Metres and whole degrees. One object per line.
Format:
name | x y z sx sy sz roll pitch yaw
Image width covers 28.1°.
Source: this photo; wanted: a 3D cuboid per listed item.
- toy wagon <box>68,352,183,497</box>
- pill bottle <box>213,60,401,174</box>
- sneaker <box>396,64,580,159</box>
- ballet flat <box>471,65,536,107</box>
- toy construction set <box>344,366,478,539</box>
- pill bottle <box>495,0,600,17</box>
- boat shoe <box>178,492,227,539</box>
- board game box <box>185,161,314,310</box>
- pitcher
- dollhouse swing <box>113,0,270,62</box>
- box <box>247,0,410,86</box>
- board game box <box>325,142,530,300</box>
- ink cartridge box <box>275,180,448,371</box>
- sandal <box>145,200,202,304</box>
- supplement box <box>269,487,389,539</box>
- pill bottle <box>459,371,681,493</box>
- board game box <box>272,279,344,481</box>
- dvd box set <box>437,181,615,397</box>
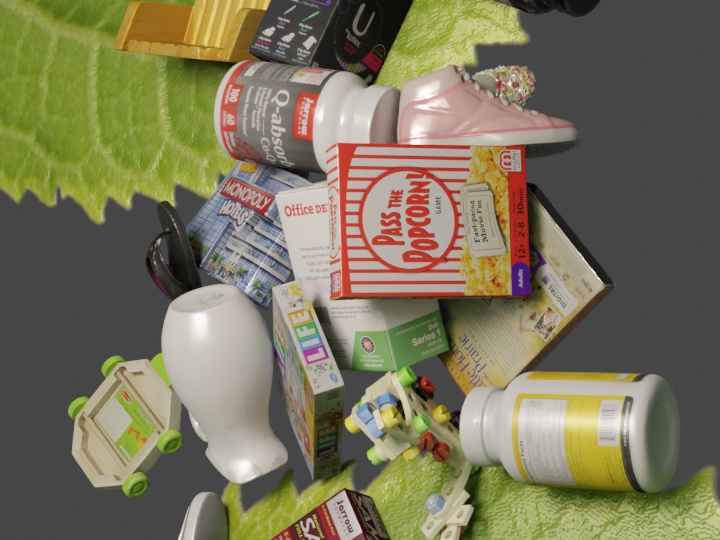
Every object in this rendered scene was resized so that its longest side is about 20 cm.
toy wagon | -0.271 0.172 1.753 0.200 0.040 0.155 -50 55 8
pill bottle | -0.054 -0.168 1.603 0.199 0.116 0.117 10 79 28
sneaker | 0.135 -0.173 1.538 0.198 0.075 0.106 -2 80 0
ballet flat | 0.102 -0.176 1.615 0.199 0.064 0.076 -28 59 22
toy construction set | 0.065 0.180 1.457 0.092 0.201 0.131 -26 29 14
pill bottle | 0.175 -0.351 1.598 0.199 0.112 0.112 28 90 37
boat shoe | -0.201 0.349 1.623 0.065 0.074 0.202 0 73 29
board game box | -0.116 -0.074 1.691 0.201 0.062 0.200 -59 30 -4
pitcher | -0.165 0.119 1.619 0.171 0.121 0.201 14 123 52
dollhouse swing | -0.179 -0.352 1.805 0.199 0.181 0.177 13 101 36
box | -0.025 -0.315 1.710 0.106 0.122 0.201 23 87 37
board game box | 0.067 -0.047 1.428 0.046 0.198 0.153 160 108 -73
ink cartridge box | 0.000 0.000 1.526 0.144 0.084 0.202 -4 102 54
sandal | -0.219 0.017 1.691 0.075 0.048 0.202 34 137 53
supplement box | -0.059 0.335 1.543 0.200 0.061 0.109 -37 57 16
pill bottle | 0.203 0.156 1.403 0.199 0.112 0.113 -1 73 33
board game box | -0.057 0.121 1.542 0.034 0.201 0.135 -16 58 -12
dvd box set | 0.153 0.030 1.492 0.200 0.029 0.147 -49 60 25
